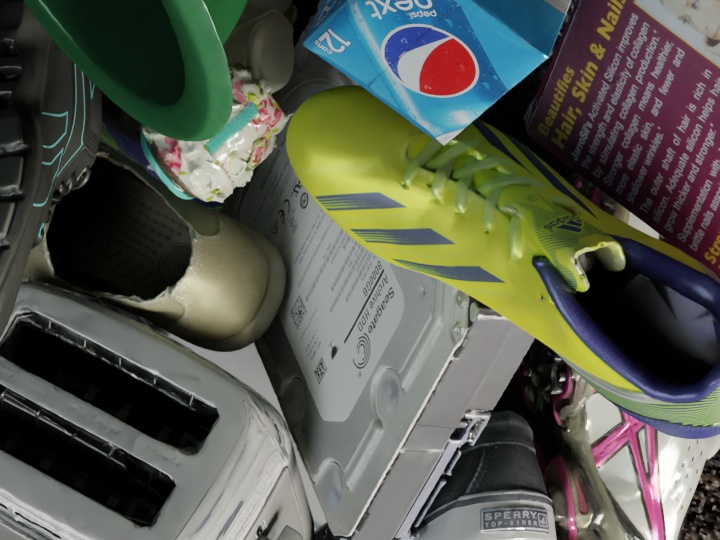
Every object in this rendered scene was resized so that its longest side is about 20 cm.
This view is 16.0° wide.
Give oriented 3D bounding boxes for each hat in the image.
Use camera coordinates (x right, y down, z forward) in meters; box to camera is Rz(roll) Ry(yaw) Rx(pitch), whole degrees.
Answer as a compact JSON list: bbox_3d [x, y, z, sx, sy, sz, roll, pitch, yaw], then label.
[{"bbox_3d":[-0.041,-0.159,0.961,0.166,0.176,0.200,53,162,1],"label":"hat"}]

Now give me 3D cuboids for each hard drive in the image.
[{"bbox_3d":[0.000,0.000,1.075,0.140,0.038,0.200,-62,37,35],"label":"hard drive"}]

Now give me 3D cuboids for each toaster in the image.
[{"bbox_3d":[-0.113,0.085,1.094,0.200,0.114,0.129,28,156,12],"label":"toaster"}]

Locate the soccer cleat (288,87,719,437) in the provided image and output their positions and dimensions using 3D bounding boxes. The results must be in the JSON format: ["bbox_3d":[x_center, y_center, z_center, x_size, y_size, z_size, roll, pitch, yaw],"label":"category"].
[{"bbox_3d":[0.061,-0.012,0.923,0.200,0.065,0.084,34,170,11],"label":"soccer cleat"}]

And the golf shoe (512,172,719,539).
[{"bbox_3d":[0.112,0.051,1.101,0.073,0.092,0.200,-142,52,-63],"label":"golf shoe"}]

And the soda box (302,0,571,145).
[{"bbox_3d":[0.051,-0.144,0.909,0.064,0.200,0.068,34,142,-15],"label":"soda box"}]

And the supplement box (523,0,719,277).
[{"bbox_3d":[0.178,-0.058,0.926,0.200,0.103,0.131,39,141,16],"label":"supplement box"}]

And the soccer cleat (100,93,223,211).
[{"bbox_3d":[-0.134,-0.066,1.251,0.200,0.065,0.084,21,132,32],"label":"soccer cleat"}]

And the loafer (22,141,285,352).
[{"bbox_3d":[-0.126,-0.027,1.104,0.200,0.076,0.068,19,170,22],"label":"loafer"}]

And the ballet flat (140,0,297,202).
[{"bbox_3d":[-0.055,-0.094,1.102,0.064,0.200,0.076,-35,118,16],"label":"ballet flat"}]

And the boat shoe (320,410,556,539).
[{"bbox_3d":[0.020,0.115,1.118,0.200,0.072,0.068,136,134,-56],"label":"boat shoe"}]

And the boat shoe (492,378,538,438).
[{"bbox_3d":[0.042,0.031,1.148,0.063,0.073,0.201,-2,113,52],"label":"boat shoe"}]

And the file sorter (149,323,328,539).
[{"bbox_3d":[-0.087,0.106,1.280,0.139,0.124,0.200,51,140,4],"label":"file sorter"}]

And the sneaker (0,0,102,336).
[{"bbox_3d":[-0.136,-0.045,1.026,0.075,0.200,0.079,-8,149,29],"label":"sneaker"}]
